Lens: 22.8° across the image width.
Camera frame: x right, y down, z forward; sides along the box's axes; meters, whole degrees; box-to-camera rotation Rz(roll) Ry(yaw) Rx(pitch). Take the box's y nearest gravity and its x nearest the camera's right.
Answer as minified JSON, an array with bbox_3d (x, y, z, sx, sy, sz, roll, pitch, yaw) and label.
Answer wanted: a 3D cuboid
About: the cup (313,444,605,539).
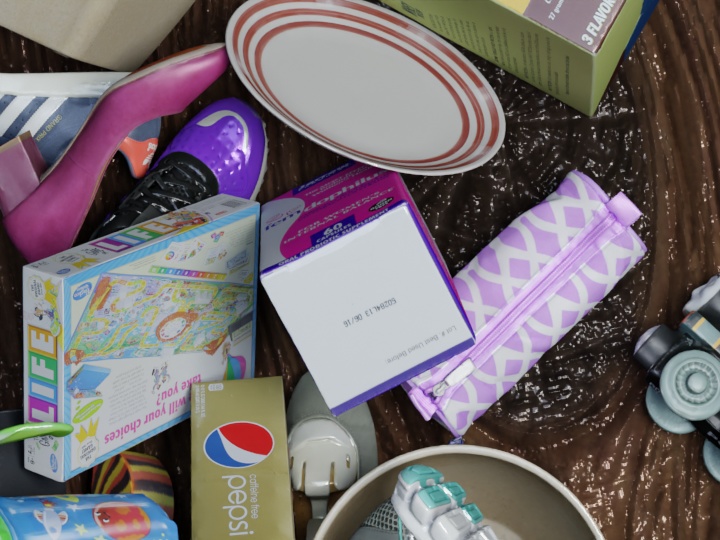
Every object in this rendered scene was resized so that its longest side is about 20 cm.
[{"bbox_3d":[0.068,0.215,1.162,0.199,0.143,0.202,-1,84,7],"label":"cup"}]

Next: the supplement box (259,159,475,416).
[{"bbox_3d":[0.000,0.000,1.152,0.101,0.200,0.104,-27,103,3],"label":"supplement box"}]

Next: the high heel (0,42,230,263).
[{"bbox_3d":[-0.156,-0.076,1.202,0.199,0.067,0.097,-26,99,18],"label":"high heel"}]

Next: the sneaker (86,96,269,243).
[{"bbox_3d":[-0.135,-0.034,1.229,0.069,0.100,0.201,36,91,7],"label":"sneaker"}]

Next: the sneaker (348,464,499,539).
[{"bbox_3d":[0.064,0.217,1.064,0.091,0.078,0.200,-40,78,19],"label":"sneaker"}]

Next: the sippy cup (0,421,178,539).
[{"bbox_3d":[-0.175,0.188,1.046,0.130,0.140,0.179,-6,117,-32],"label":"sippy cup"}]

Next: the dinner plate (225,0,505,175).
[{"bbox_3d":[0.002,-0.122,1.195,0.199,0.200,0.024,30,126,8],"label":"dinner plate"}]

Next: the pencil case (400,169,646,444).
[{"bbox_3d":[0.103,0.022,1.204,0.084,0.085,0.200,44,90,5],"label":"pencil case"}]

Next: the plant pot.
[{"bbox_3d":[-0.198,-0.244,1.216,0.199,0.200,0.178,25,95,8],"label":"plant pot"}]

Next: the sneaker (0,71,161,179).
[{"bbox_3d":[-0.239,-0.096,1.264,0.199,0.075,0.085,1,91,11],"label":"sneaker"}]

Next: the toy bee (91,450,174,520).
[{"bbox_3d":[-0.148,0.222,1.206,0.130,0.108,0.201,-10,92,-38],"label":"toy bee"}]

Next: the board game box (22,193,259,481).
[{"bbox_3d":[-0.138,0.039,1.158,0.034,0.200,0.135,14,112,30],"label":"board game box"}]

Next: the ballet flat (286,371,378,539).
[{"bbox_3d":[-0.024,0.165,1.218,0.067,0.064,0.201,1,85,7],"label":"ballet flat"}]

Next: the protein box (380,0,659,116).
[{"bbox_3d":[0.099,-0.223,1.169,0.199,0.199,0.135,30,88,9],"label":"protein box"}]

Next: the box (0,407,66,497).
[{"bbox_3d":[-0.274,0.171,1.186,0.199,0.079,0.142,-14,83,48],"label":"box"}]

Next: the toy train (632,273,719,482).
[{"bbox_3d":[0.278,0.093,1.183,0.200,0.085,0.114,43,79,10],"label":"toy train"}]

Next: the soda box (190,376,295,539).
[{"bbox_3d":[-0.073,0.154,1.118,0.064,0.200,0.068,-4,125,-3],"label":"soda box"}]
